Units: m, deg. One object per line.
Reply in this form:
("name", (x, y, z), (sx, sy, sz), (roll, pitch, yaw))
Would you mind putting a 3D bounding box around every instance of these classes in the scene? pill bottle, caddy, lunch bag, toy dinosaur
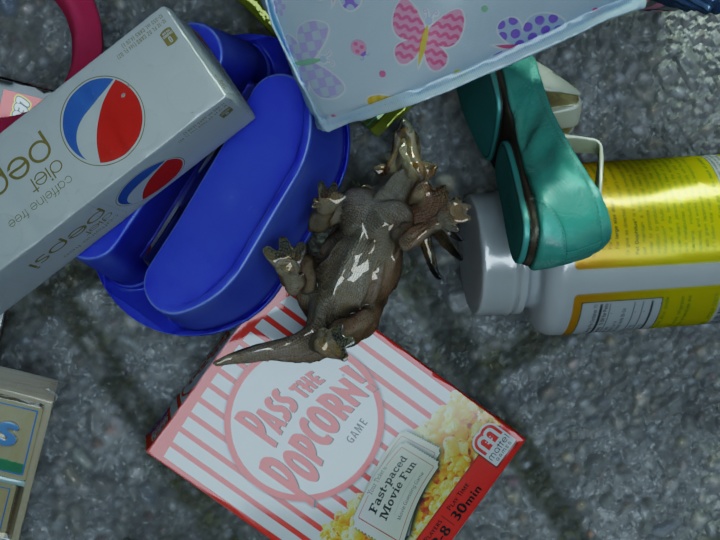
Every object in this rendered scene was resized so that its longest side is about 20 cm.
("pill bottle", (0.168, -0.016, 1.022), (0.199, 0.109, 0.110), (-4, 97, -8))
("caddy", (-0.095, -0.056, 0.987), (0.141, 0.105, 0.200), (32, 92, 14))
("lunch bag", (0.035, -0.191, 0.896), (0.199, 0.127, 0.170), (-24, 103, 1))
("toy dinosaur", (0.000, 0.000, 0.980), (0.086, 0.136, 0.200), (37, 85, 9))

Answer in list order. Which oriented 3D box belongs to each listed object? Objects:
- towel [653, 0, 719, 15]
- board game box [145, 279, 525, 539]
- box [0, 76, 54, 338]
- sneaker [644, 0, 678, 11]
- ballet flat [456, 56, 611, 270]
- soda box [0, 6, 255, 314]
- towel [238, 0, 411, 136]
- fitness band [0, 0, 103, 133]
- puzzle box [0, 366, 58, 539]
("towel", (0.153, -0.237, 0.975), (0.199, 0.049, 0.112), (28, 83, 23))
("board game box", (-0.017, 0.110, 1.043), (0.200, 0.046, 0.152), (36, 90, -10))
("box", (-0.278, -0.032, 0.994), (0.136, 0.040, 0.201), (13, 94, -10))
("sneaker", (0.170, -0.186, 1.027), (0.199, 0.082, 0.070), (-12, 63, 14))
("ballet flat", (0.108, -0.079, 0.971), (0.070, 0.201, 0.068), (-2, 139, -13))
("soda box", (-0.162, -0.060, 0.914), (0.200, 0.064, 0.068), (-37, 78, 7))
("towel", (-0.029, -0.184, 1.023), (0.200, 0.018, 0.086), (43, 88, -10))
("fitness band", (-0.255, -0.137, 0.956), (0.199, 0.037, 0.144), (7, 70, -12))
("puzzle box", (-0.298, 0.105, 0.990), (0.199, 0.025, 0.134), (14, 116, -9))
